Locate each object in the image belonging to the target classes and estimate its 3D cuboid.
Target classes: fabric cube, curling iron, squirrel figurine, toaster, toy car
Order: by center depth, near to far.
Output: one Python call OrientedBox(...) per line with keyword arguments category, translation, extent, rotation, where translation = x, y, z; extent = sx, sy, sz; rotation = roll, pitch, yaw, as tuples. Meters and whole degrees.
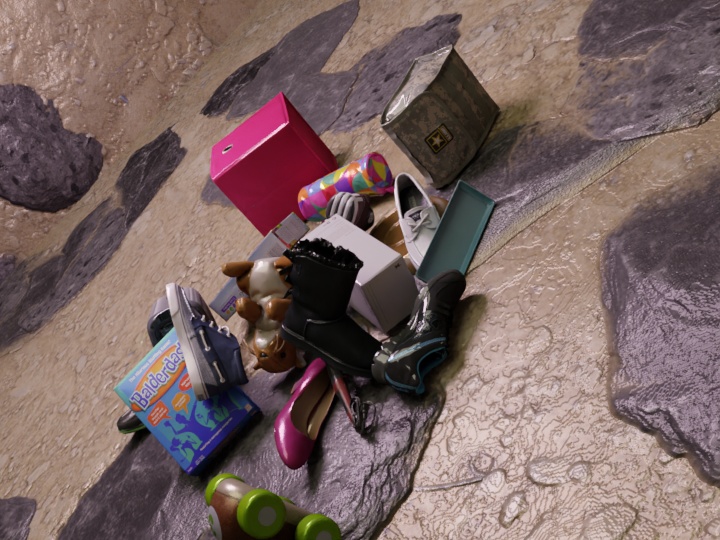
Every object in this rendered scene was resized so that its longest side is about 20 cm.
OrientedBox(category="toy car", translation=(-0.140, 0.373, 1.050), extent=(0.164, 0.157, 0.201), rotation=(-9, 54, 63))
OrientedBox(category="curling iron", translation=(-0.024, 0.160, 1.244), extent=(0.050, 0.025, 0.200), rotation=(-58, 37, 23))
OrientedBox(category="squirrel figurine", translation=(-0.135, 0.075, 1.426), extent=(0.141, 0.188, 0.200), rotation=(-8, -4, 9))
OrientedBox(category="toaster", translation=(-0.313, 0.115, 1.529), extent=(0.113, 0.201, 0.129), rotation=(-25, 19, -5))
OrientedBox(category="fabric cube", translation=(-0.177, -0.218, 1.798), extent=(0.199, 0.200, 0.197), rotation=(-36, 29, 11))

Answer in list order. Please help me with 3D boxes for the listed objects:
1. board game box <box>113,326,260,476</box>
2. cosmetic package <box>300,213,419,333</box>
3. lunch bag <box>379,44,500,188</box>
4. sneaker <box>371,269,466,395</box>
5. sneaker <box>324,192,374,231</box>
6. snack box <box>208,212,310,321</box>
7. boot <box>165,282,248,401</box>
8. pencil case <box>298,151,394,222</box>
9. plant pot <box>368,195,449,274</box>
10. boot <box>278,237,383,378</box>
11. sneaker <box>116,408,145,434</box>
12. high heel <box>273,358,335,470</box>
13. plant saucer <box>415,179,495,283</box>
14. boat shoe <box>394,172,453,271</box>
OrientedBox(category="board game box", translation=(-0.287, 0.212, 1.404), extent=(0.200, 0.045, 0.152), rotation=(42, 85, 17))
OrientedBox(category="cosmetic package", translation=(0.000, 0.000, 1.344), extent=(0.085, 0.108, 0.200), rotation=(-36, 35, -13))
OrientedBox(category="lunch bag", translation=(0.136, -0.266, 1.505), extent=(0.117, 0.164, 0.201), rotation=(-7, 46, 49))
OrientedBox(category="sneaker", translation=(0.102, 0.089, 1.202), extent=(0.082, 0.073, 0.200), rotation=(23, 69, 35))
OrientedBox(category="sneaker", translation=(-0.024, -0.049, 1.511), extent=(0.115, 0.075, 0.201), rotation=(-21, -41, -55))
OrientedBox(category="snack box", translation=(-0.189, -0.008, 1.602), extent=(0.200, 0.053, 0.142), rotation=(-47, 2, 20))
OrientedBox(category="boot", translation=(-0.249, 0.105, 1.380), extent=(0.090, 0.201, 0.073), rotation=(-17, -14, -12))
OrientedBox(category="pencil case", translation=(-0.029, -0.157, 1.655), extent=(0.199, 0.088, 0.089), rotation=(-20, 36, 37))
OrientedBox(category="plant pot", translation=(0.072, -0.058, 1.456), extent=(0.199, 0.027, 0.201), rotation=(-32, 30, 21))
OrientedBox(category="boot", translation=(-0.028, 0.051, 1.225), extent=(0.197, 0.163, 0.073), rotation=(22, 29, 16))
OrientedBox(category="sneaker", translation=(-0.396, 0.221, 1.616), extent=(0.200, 0.084, 0.077), rotation=(-51, 29, -14))
OrientedBox(category="high heel", translation=(-0.070, 0.199, 1.248), extent=(0.096, 0.067, 0.200), rotation=(-42, 24, 25))
OrientedBox(category="plant saucer", translation=(0.147, -0.049, 1.317), extent=(0.201, 0.070, 0.019), rotation=(-63, 7, -32))
OrientedBox(category="boat shoe", translation=(0.092, -0.073, 1.359), extent=(0.073, 0.065, 0.201), rotation=(-27, 51, 5))
